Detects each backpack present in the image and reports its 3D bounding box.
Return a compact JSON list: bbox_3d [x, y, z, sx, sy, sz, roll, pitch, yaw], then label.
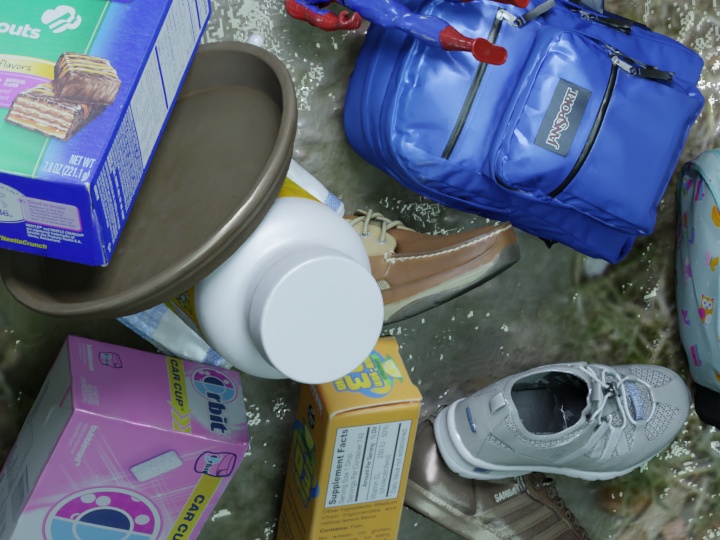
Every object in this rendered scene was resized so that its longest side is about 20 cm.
[{"bbox_3d":[0.276,0.013,1.760,0.126,0.167,0.201,-3,97,-16],"label":"backpack"},{"bbox_3d":[0.103,-0.110,1.659,0.199,0.168,0.163,21,88,-20],"label":"backpack"}]

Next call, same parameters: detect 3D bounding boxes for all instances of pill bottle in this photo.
[{"bbox_3d":[-0.059,-0.002,1.500,0.104,0.200,0.105,-8,110,-22],"label":"pill bottle"}]

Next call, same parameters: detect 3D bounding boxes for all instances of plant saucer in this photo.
[{"bbox_3d":[-0.116,-0.047,1.478,0.200,0.200,0.029,-43,127,-6],"label":"plant saucer"}]

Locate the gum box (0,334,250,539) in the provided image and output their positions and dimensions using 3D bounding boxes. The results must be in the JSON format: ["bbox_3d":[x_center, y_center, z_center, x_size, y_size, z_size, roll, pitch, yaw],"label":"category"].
[{"bbox_3d":[-0.160,0.141,1.629,0.113,0.066,0.200,13,129,-22],"label":"gum box"}]

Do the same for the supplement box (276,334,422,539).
[{"bbox_3d":[-0.010,0.137,1.684,0.068,0.067,0.201,-4,131,-19],"label":"supplement box"}]

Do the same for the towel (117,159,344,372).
[{"bbox_3d":[-0.118,-0.037,1.594,0.200,0.024,0.147,39,88,-25],"label":"towel"}]

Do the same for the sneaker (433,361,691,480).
[{"bbox_3d":[0.149,0.097,1.745,0.199,0.082,0.075,-10,71,-35],"label":"sneaker"}]

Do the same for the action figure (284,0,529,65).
[{"bbox_3d":[0.007,-0.172,1.598,0.052,0.199,0.066,21,87,-50],"label":"action figure"}]

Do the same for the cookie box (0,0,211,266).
[{"bbox_3d":[-0.194,-0.114,1.471,0.170,0.201,0.075,10,143,10],"label":"cookie box"}]

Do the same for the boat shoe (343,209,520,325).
[{"bbox_3d":[0.000,0.000,1.660,0.199,0.076,0.074,-18,91,19],"label":"boat shoe"}]

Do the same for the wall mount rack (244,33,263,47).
[{"bbox_3d":[-0.151,-0.083,1.618,0.199,0.075,0.175,16,95,-24],"label":"wall mount rack"}]

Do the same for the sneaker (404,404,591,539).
[{"bbox_3d":[0.113,0.162,1.778,0.200,0.070,0.076,30,86,-25],"label":"sneaker"}]
